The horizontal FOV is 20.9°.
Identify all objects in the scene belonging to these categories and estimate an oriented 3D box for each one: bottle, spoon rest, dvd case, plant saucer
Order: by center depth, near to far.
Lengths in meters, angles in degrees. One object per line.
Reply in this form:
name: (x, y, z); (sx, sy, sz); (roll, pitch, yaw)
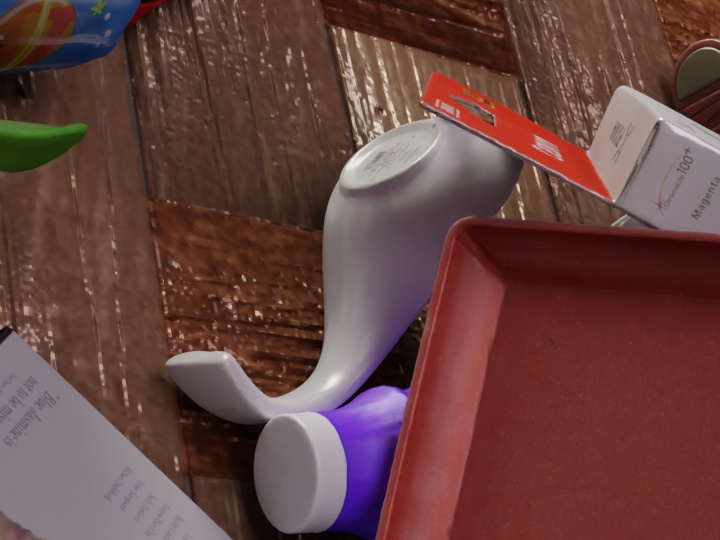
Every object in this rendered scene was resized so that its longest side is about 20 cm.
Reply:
dvd case: (-0.081, 0.117, 0.690); (0.200, 0.018, 0.143); (45, 21, -7)
plant saucer: (0.106, 0.085, 0.713); (0.037, 0.199, 0.201); (37, 63, -55)
bottle: (0.050, 0.080, 0.816); (0.199, 0.083, 0.066); (0, 99, -37)
spoon rest: (0.000, 0.000, 0.839); (0.200, 0.099, 0.061); (-46, 118, -34)

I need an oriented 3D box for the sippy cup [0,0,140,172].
sippy cup: (-0.156, -0.133, 0.767); (0.130, 0.139, 0.179); (0, 99, -52)

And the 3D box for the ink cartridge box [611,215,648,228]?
ink cartridge box: (0.220, 0.048, 0.985); (0.147, 0.086, 0.201); (-13, 71, -44)

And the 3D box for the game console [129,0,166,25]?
game console: (-0.117, -0.211, 0.921); (0.177, 0.031, 0.200); (51, 41, 0)

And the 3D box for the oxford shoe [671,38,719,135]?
oxford shoe: (0.253, -0.046, 1.092); (0.074, 0.071, 0.201); (-8, 68, -47)

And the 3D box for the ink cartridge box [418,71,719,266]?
ink cartridge box: (0.113, -0.054, 0.828); (0.173, 0.044, 0.200); (29, 10, -2)
